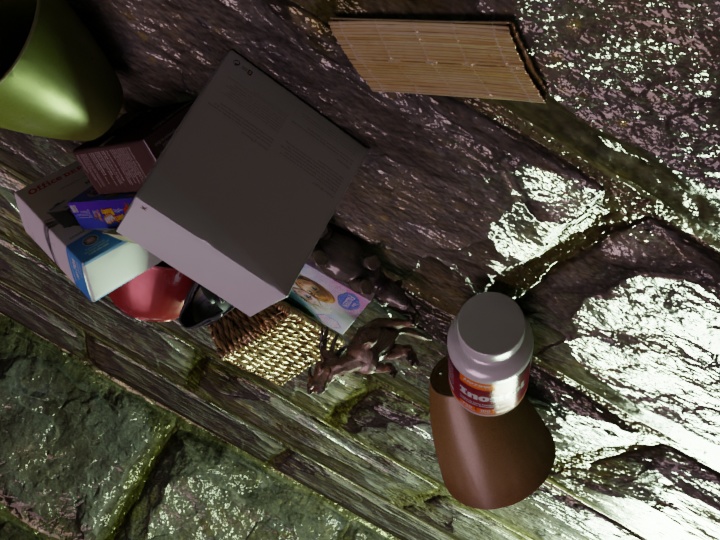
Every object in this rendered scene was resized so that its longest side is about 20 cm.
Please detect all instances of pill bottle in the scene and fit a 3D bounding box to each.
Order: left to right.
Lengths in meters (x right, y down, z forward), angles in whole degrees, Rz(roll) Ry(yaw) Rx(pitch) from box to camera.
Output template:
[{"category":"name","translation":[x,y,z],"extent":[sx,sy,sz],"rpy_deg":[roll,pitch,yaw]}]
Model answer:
[{"category":"pill bottle","translation":[0.169,0.109,1.305],"extent":[0.112,0.114,0.201],"rpy_deg":[22,158,17]}]

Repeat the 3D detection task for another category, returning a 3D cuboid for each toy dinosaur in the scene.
[{"category":"toy dinosaur","translation":[0.011,0.109,1.484],"extent":[0.135,0.199,0.087],"rpy_deg":[0,109,50]}]

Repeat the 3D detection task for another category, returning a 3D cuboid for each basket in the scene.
[{"category":"basket","translation":[-0.142,0.076,1.622],"extent":[0.200,0.148,0.144],"rpy_deg":[34,-153,-54]}]

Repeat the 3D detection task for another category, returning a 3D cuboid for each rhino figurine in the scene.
[{"category":"rhino figurine","translation":[0.000,0.000,1.341],"extent":[0.199,0.060,0.087],"rpy_deg":[34,178,-16]}]

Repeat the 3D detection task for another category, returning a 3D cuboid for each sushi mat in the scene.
[{"category":"sushi mat","translation":[0.066,-0.191,0.893],"extent":[0.198,0.012,0.096],"rpy_deg":[12,155,38]}]

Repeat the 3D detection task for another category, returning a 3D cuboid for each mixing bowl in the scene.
[{"category":"mixing bowl","translation":[-0.328,0.014,1.582],"extent":[0.197,0.110,0.200],"rpy_deg":[12,-166,-3]}]

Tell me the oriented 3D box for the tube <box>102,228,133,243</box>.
[{"category":"tube","translation":[-0.244,-0.044,1.348],"extent":[0.198,0.052,0.058],"rpy_deg":[3,141,-31]}]

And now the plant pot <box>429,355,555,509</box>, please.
[{"category":"plant pot","translation":[0.178,0.223,1.498],"extent":[0.185,0.187,0.201],"rpy_deg":[9,139,41]}]

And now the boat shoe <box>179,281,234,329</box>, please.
[{"category":"boat shoe","translation":[-0.212,0.029,1.469],"extent":[0.199,0.066,0.075],"rpy_deg":[-34,86,44]}]

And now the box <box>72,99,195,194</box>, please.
[{"category":"box","translation":[-0.270,-0.154,1.259],"extent":[0.199,0.100,0.076],"rpy_deg":[3,128,48]}]

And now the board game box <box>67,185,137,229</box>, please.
[{"category":"board game box","translation":[-0.294,-0.111,1.349],"extent":[0.199,0.134,0.045],"rpy_deg":[2,126,50]}]

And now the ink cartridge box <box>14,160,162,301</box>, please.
[{"category":"ink cartridge box","translation":[-0.393,-0.069,1.468],"extent":[0.200,0.146,0.086],"rpy_deg":[39,148,30]}]

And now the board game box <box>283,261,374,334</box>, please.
[{"category":"board game box","translation":[-0.083,0.009,1.493],"extent":[0.198,0.041,0.200],"rpy_deg":[30,159,-2]}]

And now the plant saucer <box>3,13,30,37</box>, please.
[{"category":"plant saucer","translation":[-0.475,-0.313,1.271],"extent":[0.198,0.033,0.201],"rpy_deg":[24,159,10]}]

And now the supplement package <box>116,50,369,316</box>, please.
[{"category":"supplement package","translation":[-0.133,-0.090,1.112],"extent":[0.190,0.201,0.147],"rpy_deg":[34,158,-13]}]

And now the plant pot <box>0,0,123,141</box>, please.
[{"category":"plant pot","translation":[-0.375,-0.235,1.159],"extent":[0.185,0.189,0.200],"rpy_deg":[15,171,30]}]
